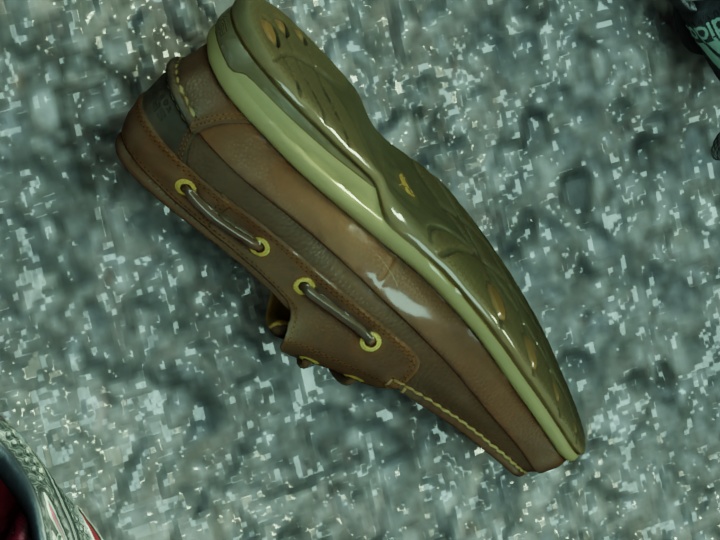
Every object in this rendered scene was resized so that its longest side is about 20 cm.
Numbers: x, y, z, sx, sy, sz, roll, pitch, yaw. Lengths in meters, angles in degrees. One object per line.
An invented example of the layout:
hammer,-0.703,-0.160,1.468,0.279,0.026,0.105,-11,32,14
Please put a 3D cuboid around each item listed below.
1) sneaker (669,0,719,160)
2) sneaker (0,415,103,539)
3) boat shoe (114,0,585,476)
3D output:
sneaker,0.112,-0.107,0.919,0.199,0.078,0.141,-3,96,-22
sneaker,-0.104,0.111,0.827,0.081,0.075,0.200,-43,110,-17
boat shoe,0.000,0.000,0.883,0.067,0.072,0.200,-35,119,15
